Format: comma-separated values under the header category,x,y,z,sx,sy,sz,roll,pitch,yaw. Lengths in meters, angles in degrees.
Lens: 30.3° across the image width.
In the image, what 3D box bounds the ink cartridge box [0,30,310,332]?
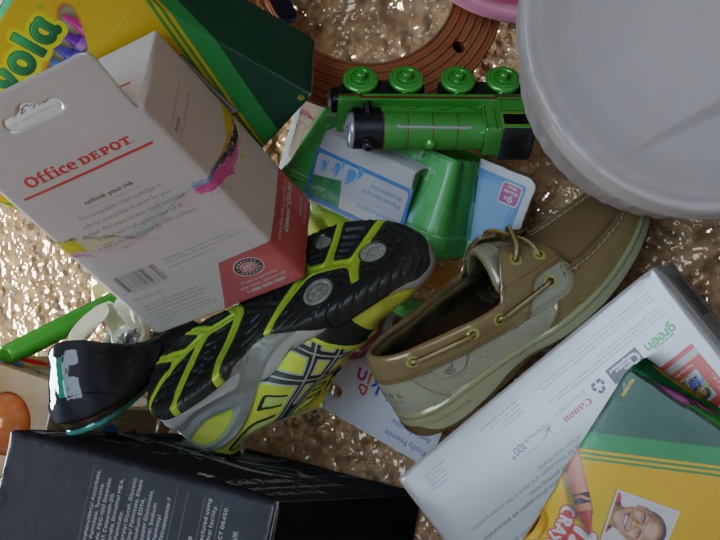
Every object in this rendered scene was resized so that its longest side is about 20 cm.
category,x,y,z,sx,sy,sz,roll,pitch,yaw
ink cartridge box,-0.131,-0.059,0.772,0.116,0.200,0.068,-20,44,24

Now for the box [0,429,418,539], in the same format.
category,x,y,z,sx,sy,sz,roll,pitch,yaw
box,-0.095,0.179,0.841,0.196,0.200,0.125,8,86,27

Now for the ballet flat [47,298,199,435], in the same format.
category,x,y,z,sx,sy,sz,roll,pitch,yaw
ballet flat,-0.150,0.050,0.881,0.073,0.200,0.074,3,100,15

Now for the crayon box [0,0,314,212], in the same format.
category,x,y,z,sx,sy,sz,roll,pitch,yaw
crayon box,-0.154,-0.104,0.817,0.200,0.172,0.059,-42,34,38

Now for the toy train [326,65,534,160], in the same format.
category,x,y,z,sx,sy,sz,roll,pitch,yaw
toy train,0.079,-0.096,0.820,0.199,0.042,0.057,-1,53,-5

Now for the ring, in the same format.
category,x,y,z,sx,sy,sz,roll,pitch,yaw
ring,-0.002,-0.195,0.880,0.199,0.019,0.202,3,74,-9

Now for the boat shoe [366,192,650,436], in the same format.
category,x,y,z,sx,sy,sz,roll,pitch,yaw
boat shoe,0.089,0.011,0.792,0.200,0.066,0.074,-43,27,-9

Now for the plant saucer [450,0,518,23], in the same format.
category,x,y,z,sx,sy,sz,roll,pitch,yaw
plant saucer,0.110,-0.258,0.832,0.199,0.051,0.202,5,113,11

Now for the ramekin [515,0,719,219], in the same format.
category,x,y,z,sx,sy,sz,roll,pitch,yaw
ramekin,0.181,-0.121,0.759,0.201,0.094,0.204,0,79,-3

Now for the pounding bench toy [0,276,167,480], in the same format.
category,x,y,z,sx,sy,sz,roll,pitch,yaw
pounding bench toy,-0.229,0.091,0.943,0.124,0.156,0.201,13,90,27

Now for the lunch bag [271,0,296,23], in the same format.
category,x,y,z,sx,sy,sz,roll,pitch,yaw
lunch bag,-0.150,-0.194,0.905,0.132,0.200,0.136,-45,69,27

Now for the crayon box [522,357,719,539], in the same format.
category,x,y,z,sx,sy,sz,roll,pitch,yaw
crayon box,0.146,0.163,0.708,0.118,0.058,0.201,33,103,16

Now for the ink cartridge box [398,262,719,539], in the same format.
category,x,y,z,sx,sy,sz,roll,pitch,yaw
ink cartridge box,0.156,0.126,0.779,0.200,0.084,0.176,-41,78,17

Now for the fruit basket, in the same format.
category,x,y,z,sx,sy,sz,roll,pitch,yaw
fruit basket,0.000,0.000,0.874,0.185,0.094,0.201,27,100,27

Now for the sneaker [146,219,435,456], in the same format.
category,x,y,z,sx,sy,sz,roll,pitch,yaw
sneaker,-0.036,0.041,0.822,0.199,0.076,0.076,-33,38,13
